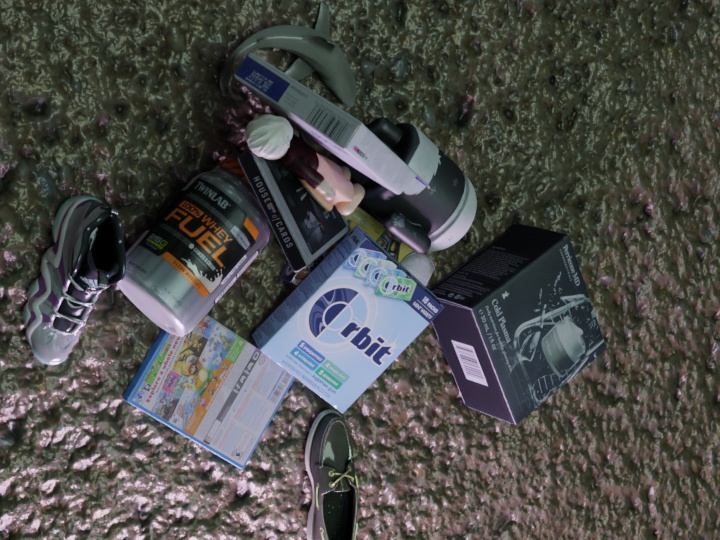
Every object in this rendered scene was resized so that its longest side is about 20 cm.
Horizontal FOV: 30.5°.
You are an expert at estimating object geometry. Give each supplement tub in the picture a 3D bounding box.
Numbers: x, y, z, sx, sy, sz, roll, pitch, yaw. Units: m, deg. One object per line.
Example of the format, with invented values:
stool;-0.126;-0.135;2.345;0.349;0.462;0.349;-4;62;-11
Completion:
supplement tub;-0.192;-0.031;1.587;0.201;0.122;0.123;-51;122;-17

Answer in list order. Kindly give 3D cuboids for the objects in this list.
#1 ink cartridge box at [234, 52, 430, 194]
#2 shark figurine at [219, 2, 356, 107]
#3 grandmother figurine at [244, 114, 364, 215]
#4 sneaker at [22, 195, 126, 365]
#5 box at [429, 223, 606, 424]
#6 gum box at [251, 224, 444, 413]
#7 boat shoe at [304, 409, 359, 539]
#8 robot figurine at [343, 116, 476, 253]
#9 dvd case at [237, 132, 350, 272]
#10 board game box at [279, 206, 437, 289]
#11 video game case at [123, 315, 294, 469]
ink cartridge box;-0.032;-0.163;1.572;0.044;0.196;0.200;-54;147;-1
shark figurine;-0.079;-0.274;1.640;0.212;0.089;0.130;0;98;-36
grandmother figurine;-0.068;-0.126;1.562;0.061;0.121;0.200;-51;144;5
sneaker;-0.318;0.018;1.501;0.077;0.139;0.203;10;93;-34
box;0.221;0.074;1.886;0.196;0.123;0.202;-36;117;-25
gum box;-0.015;0.066;1.730;0.200;0.045;0.170;-46;124;7
boat shoe;-0.034;0.292;1.792;0.071;0.060;0.205;-5;102;-33
robot figurine;0.065;-0.111;1.744;0.200;0.124;0.151;39;80;-32
dvd case;-0.077;-0.091;1.610;0.152;0.025;0.200;63;20;-7
board game box;0.000;0.000;1.774;0.199;0.034;0.137;34;80;-34
video game case;-0.189;0.148;1.687;0.199;0.018;0.144;37;79;-33
